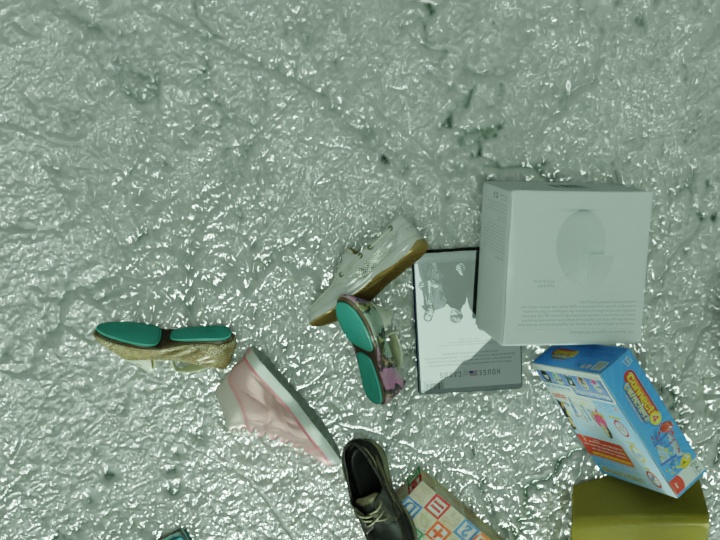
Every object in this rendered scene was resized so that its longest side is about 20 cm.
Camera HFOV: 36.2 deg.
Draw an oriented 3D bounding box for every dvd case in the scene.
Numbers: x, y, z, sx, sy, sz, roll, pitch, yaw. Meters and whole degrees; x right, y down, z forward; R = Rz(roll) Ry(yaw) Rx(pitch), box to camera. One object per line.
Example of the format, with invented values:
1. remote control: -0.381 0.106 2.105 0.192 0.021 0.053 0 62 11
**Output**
1. dvd case: 0.149 0.070 1.539 0.148 0.025 0.203 -3 101 0

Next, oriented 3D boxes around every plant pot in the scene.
1. plant pot: 0.378 0.389 1.525 0.174 0.200 0.203 3 101 11

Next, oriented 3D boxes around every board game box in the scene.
1. board game box: 0.340 0.193 1.474 0.056 0.200 0.197 -36 100 -14

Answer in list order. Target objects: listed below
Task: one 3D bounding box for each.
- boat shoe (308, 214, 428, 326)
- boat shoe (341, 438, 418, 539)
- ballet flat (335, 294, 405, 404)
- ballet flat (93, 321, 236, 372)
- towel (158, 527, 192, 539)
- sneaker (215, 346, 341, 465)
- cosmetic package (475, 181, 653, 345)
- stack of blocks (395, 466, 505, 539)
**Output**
1. boat shoe: 0.000 0.000 1.508 0.199 0.071 0.070 -38 73 14
2. boat shoe: 0.017 0.326 1.516 0.074 0.073 0.202 -33 64 17
3. ballet flat: 0.019 0.095 1.503 0.071 0.069 0.202 -39 131 -26
4. ballet flat: -0.271 0.112 1.523 0.197 0.071 0.066 4 115 2
5. towel: -0.309 0.483 1.613 0.198 0.022 0.148 -28 99 5
6. sneaker: -0.121 0.214 1.536 0.104 0.075 0.201 -41 91 2
7. cosmetic package: 0.266 -0.012 1.460 0.196 0.123 0.203 0 99 -12
8. stack of blocks: 0.122 0.394 1.582 0.199 0.059 0.115 40 98 -8
